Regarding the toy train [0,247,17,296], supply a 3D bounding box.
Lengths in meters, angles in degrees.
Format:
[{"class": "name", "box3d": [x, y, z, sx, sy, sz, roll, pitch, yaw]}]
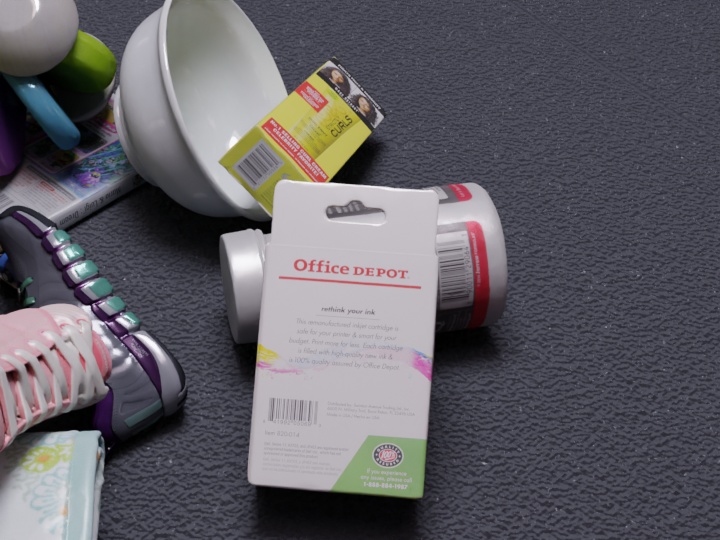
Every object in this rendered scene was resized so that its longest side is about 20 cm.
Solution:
[{"class": "toy train", "box3d": [-0.304, -0.026, 1.040, 0.200, 0.046, 0.034, 30, 50, 26]}]

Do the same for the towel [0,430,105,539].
[{"class": "towel", "box3d": [-0.240, 0.175, 0.761, 0.171, 0.048, 0.200, 0, 43, -4]}]

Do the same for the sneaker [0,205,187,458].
[{"class": "sneaker", "box3d": [-0.214, 0.040, 0.934, 0.088, 0.074, 0.200, -38, 72, -24]}]

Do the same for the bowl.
[{"class": "bowl", "box3d": [-0.137, -0.126, 1.078, 0.090, 0.201, 0.201, -16, 38, 24]}]

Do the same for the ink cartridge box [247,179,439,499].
[{"class": "ink cartridge box", "box3d": [-0.009, 0.045, 0.880, 0.117, 0.067, 0.200, 5, 86, 2]}]

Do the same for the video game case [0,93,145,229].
[{"class": "video game case", "box3d": [-0.283, -0.109, 1.146, 0.200, 0.024, 0.182, 33, 51, 29]}]

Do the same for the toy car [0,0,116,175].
[{"class": "toy car", "box3d": [-0.304, -0.154, 1.082, 0.200, 0.175, 0.150, 8, 77, 6]}]

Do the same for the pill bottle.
[{"class": "pill bottle", "box3d": [0.000, 0.000, 0.979, 0.200, 0.111, 0.111, -8, 44, -11]}]

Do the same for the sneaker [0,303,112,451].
[{"class": "sneaker", "box3d": [-0.207, 0.063, 0.813, 0.104, 0.075, 0.200, -9, 10, -10]}]

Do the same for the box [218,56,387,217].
[{"class": "box", "box3d": [-0.043, -0.110, 1.078, 0.075, 0.050, 0.200, 47, 29, -6]}]
